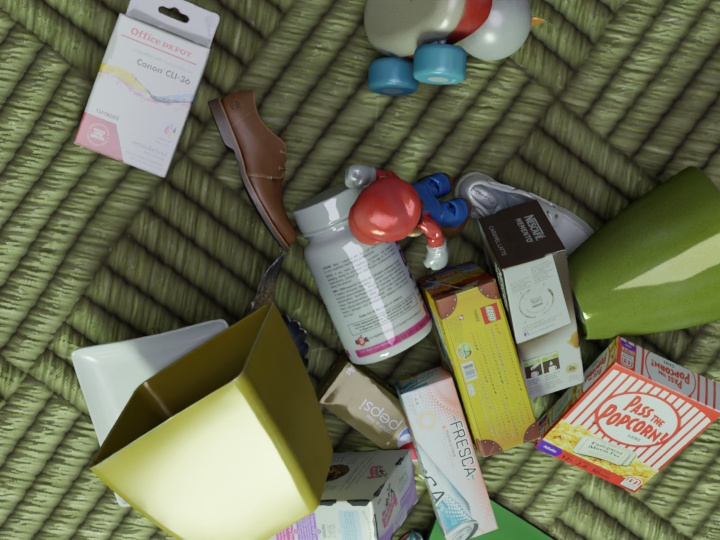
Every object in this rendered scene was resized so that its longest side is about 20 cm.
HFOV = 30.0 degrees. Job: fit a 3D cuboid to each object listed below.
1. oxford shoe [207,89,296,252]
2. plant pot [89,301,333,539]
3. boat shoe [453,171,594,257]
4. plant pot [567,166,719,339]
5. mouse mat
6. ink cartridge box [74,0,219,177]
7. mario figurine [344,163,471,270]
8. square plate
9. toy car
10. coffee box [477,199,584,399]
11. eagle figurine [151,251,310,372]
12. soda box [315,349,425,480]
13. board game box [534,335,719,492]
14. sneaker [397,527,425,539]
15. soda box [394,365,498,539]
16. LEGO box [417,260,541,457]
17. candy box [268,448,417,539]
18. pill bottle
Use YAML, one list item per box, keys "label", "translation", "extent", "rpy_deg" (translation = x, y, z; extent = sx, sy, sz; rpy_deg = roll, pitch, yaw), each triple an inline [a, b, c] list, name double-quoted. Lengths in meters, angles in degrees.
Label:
- label: "oxford shoe"
  translation: [-0.113, -0.121, 1.610]
  extent: [0.071, 0.071, 0.202]
  rpy_deg: [-23, 99, -6]
- label: "plant pot"
  translation: [-0.137, 0.186, 1.433]
  extent: [0.199, 0.200, 0.177]
  rpy_deg: [-31, 105, 16]
- label: "boat shoe"
  translation: [0.208, -0.058, 1.651]
  extent: [0.198, 0.069, 0.072]
  rpy_deg: [23, 94, -10]
- label: "plant pot"
  translation: [0.342, 0.000, 1.615]
  extent: [0.198, 0.187, 0.189]
  rpy_deg: [-22, 100, -2]
- label: "mouse mat"
  translation: [0.167, 0.372, 1.693]
  extent: [0.199, 0.008, 0.162]
  rpy_deg: [32, 57, -11]
- label: "ink cartridge box"
  translation: [-0.248, -0.226, 1.579]
  extent: [0.115, 0.068, 0.202]
  rpy_deg: [19, 96, -8]
- label: "mario figurine"
  translation: [0.044, -0.064, 1.563]
  extent: [0.122, 0.199, 0.107]
  rpy_deg: [21, 106, 28]
- label: "square plate"
  translation: [-0.216, 0.165, 1.554]
  extent: [0.195, 0.028, 0.203]
  rpy_deg: [-11, 104, 14]
- label: "toy car"
  translation: [0.124, -0.298, 1.586]
  extent: [0.198, 0.176, 0.187]
  rpy_deg: [7, 84, -35]
- label: "coffee box"
  translation: [0.205, 0.036, 1.606]
  extent: [0.079, 0.115, 0.202]
  rpy_deg: [-17, 126, -3]
- label: "eagle figurine"
  translation: [-0.145, 0.093, 1.595]
  extent: [0.198, 0.151, 0.153]
  rpy_deg: [-28, 90, 6]
- label: "soda box"
  translation: [0.040, 0.187, 1.671]
  extent: [0.199, 0.068, 0.064]
  rpy_deg: [36, 94, -10]
- label: "board game box"
  translation: [0.328, 0.180, 1.653]
  extent: [0.150, 0.047, 0.201]
  rpy_deg: [24, 136, -8]
- label: "sneaker"
  translation: [0.137, 0.384, 1.706]
  extent: [0.198, 0.079, 0.097]
  rpy_deg: [17, 94, -8]
- label: "soda box"
  translation: [0.103, 0.221, 1.616]
  extent: [0.068, 0.064, 0.202]
  rpy_deg: [-18, 100, -3]
- label: "LEGO box"
  translation: [0.142, 0.104, 1.629]
  extent: [0.076, 0.149, 0.202]
  rpy_deg: [-18, 100, -3]
- label: "candy box"
  translation: [-0.049, 0.275, 1.591]
  extent: [0.197, 0.168, 0.073]
  rpy_deg: [-5, 101, 20]
- label: "pill bottle"
  translation: [0.000, 0.000, 1.616]
  extent: [0.112, 0.113, 0.202]
  rpy_deg: [-24, 100, -2]
